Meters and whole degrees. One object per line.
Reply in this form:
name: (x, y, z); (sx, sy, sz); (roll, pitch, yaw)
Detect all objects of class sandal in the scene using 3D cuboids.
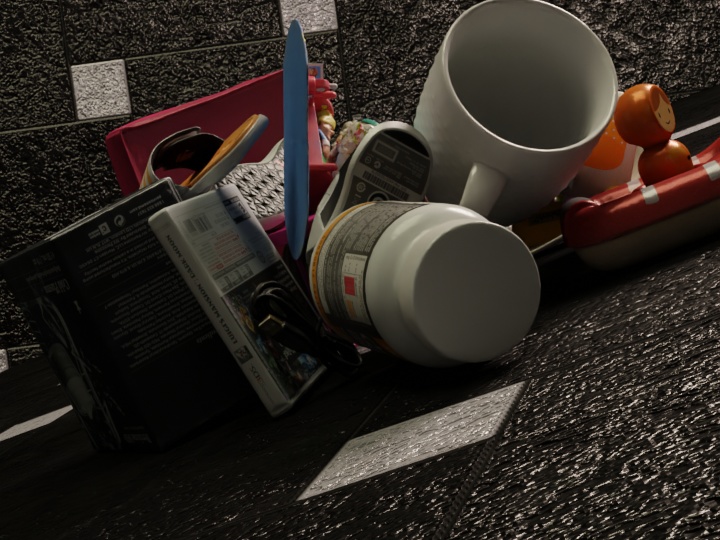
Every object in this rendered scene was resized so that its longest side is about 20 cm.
sandal: (-0.149, -0.099, 1.323); (0.207, 0.059, 0.079); (-36, 16, 51)

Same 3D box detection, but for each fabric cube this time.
fabric cube: (-0.152, -0.092, 1.640); (0.196, 0.201, 0.199); (-21, 7, -12)

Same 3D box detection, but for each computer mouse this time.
computer mouse: (-0.007, -0.024, 1.191); (0.201, 0.109, 0.044); (-63, 23, -2)

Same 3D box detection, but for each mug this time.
mug: (0.107, -0.094, 1.236); (0.175, 0.147, 0.200); (115, 177, -60)

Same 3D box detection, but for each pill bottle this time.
pill bottle: (0.044, 0.009, 1.080); (0.116, 0.117, 0.200); (-23, 11, -16)

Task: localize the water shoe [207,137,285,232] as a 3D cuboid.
water shoe: (-0.093, -0.062, 1.430); (0.079, 0.071, 0.200); (-57, -10, 33)

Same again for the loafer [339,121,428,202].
loafer: (0.047, -0.067, 1.498); (0.068, 0.200, 0.076); (-29, -8, -17)

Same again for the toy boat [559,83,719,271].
toy boat: (0.248, -0.089, 1.218); (0.199, 0.131, 0.131); (-22, 5, 4)

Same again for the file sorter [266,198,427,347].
file sorter: (0.000, 0.000, 1.387); (0.139, 0.126, 0.200); (-24, 6, -36)

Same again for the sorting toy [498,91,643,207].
sorting toy: (0.170, -0.109, 1.407); (0.179, 0.107, 0.200); (12, -2, 13)

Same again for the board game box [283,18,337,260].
board game box: (-0.037, -0.109, 1.260); (0.039, 0.201, 0.158); (-1, 5, -10)

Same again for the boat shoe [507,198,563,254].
boat shoe: (0.141, -0.035, 1.521); (0.199, 0.071, 0.070); (-15, 2, 3)

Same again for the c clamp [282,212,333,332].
c clamp: (0.001, -0.009, 1.547); (0.027, 0.171, 0.200); (2, 34, 43)

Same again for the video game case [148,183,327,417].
video game case: (-0.090, 0.018, 1.240); (0.023, 0.182, 0.200); (-32, 2, 13)

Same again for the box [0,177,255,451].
box: (-0.201, 0.044, 1.315); (0.124, 0.197, 0.200); (-31, 8, -26)

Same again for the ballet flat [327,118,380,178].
ballet flat: (0.004, -0.089, 1.303); (0.064, 0.076, 0.200); (-49, 3, 0)
